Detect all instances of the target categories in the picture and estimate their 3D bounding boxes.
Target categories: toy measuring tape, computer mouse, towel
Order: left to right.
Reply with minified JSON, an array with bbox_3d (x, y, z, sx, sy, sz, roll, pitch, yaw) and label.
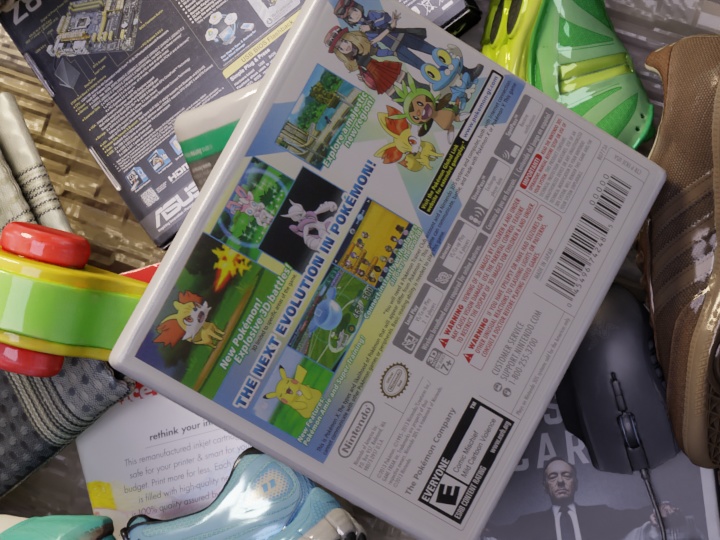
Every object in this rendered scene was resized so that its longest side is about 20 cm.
[{"bbox_3d":[-0.211,0.018,1.150,0.192,0.034,0.200,-38,74,35],"label":"towel"},{"bbox_3d":[-0.118,0.023,1.028,0.199,0.074,0.074,16,94,24],"label":"toy measuring tape"},{"bbox_3d":[0.134,0.103,1.082,0.058,0.034,0.201,-17,86,10],"label":"computer mouse"}]

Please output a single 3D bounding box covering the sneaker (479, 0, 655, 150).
[{"bbox_3d":[0.102,-0.090,1.105,0.083,0.074,0.201,10,87,-16],"label":"sneaker"}]

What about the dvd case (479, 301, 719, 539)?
[{"bbox_3d":[0.103,0.121,1.118,0.150,0.025,0.201,-7,89,12],"label":"dvd case"}]

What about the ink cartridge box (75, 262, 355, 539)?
[{"bbox_3d":[-0.074,0.095,1.135,0.116,0.067,0.201,-15,87,14],"label":"ink cartridge box"}]

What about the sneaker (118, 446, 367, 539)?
[{"bbox_3d":[-0.089,0.162,1.079,0.200,0.078,0.090,-42,65,9],"label":"sneaker"}]

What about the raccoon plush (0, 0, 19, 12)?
[{"bbox_3d":[-0.186,-0.209,1.145,0.134,0.097,0.200,-45,37,15],"label":"raccoon plush"}]

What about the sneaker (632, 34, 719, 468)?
[{"bbox_3d":[0.162,-0.011,1.064,0.075,0.070,0.201,18,107,47],"label":"sneaker"}]

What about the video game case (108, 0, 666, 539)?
[{"bbox_3d":[0.015,-0.002,0.998,0.182,0.022,0.200,31,82,-14],"label":"video game case"}]

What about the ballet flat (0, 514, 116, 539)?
[{"bbox_3d":[-0.195,0.164,1.136,0.070,0.067,0.200,52,127,14],"label":"ballet flat"}]

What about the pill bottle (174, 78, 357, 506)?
[{"bbox_3d":[0.000,0.000,1.064,0.113,0.113,0.201,-22,96,12],"label":"pill bottle"}]

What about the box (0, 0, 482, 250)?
[{"bbox_3d":[-0.065,-0.131,1.144,0.200,0.049,0.161,-38,84,10],"label":"box"}]
